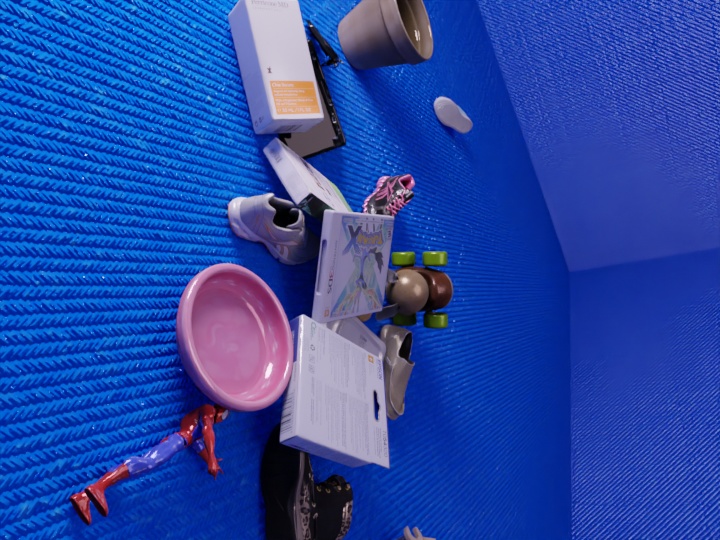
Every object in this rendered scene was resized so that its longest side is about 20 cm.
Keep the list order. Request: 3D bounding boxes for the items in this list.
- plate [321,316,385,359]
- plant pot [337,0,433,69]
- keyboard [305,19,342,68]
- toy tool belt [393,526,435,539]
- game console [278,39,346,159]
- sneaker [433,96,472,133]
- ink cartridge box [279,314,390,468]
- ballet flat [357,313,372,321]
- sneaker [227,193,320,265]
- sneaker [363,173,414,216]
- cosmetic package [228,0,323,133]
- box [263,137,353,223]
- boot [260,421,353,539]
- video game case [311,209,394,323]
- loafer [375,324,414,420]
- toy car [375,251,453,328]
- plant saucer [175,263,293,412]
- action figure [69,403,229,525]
[{"bbox_3d":[-0.021,0.175,0.933,0.200,0.032,0.201,48,51,-39],"label":"plate"},{"bbox_3d":[0.050,-0.555,1.186,0.200,0.173,0.201,25,60,-53],"label":"plant pot"},{"bbox_3d":[-0.080,-0.437,1.007,0.104,0.040,0.200,45,16,-24],"label":"keyboard"},{"bbox_3d":[0.095,0.555,0.971,0.123,0.124,0.201,-111,176,-62],"label":"toy tool belt"},{"bbox_3d":[-0.112,-0.321,0.990,0.176,0.116,0.201,-103,175,-76],"label":"game console"},{"bbox_3d":[0.294,-0.526,1.706,0.200,0.074,0.082,23,30,-49],"label":"sneaker"},{"bbox_3d":[-0.036,0.195,0.803,0.200,0.043,0.197,36,37,-37],"label":"ink cartridge box"},{"bbox_3d":[0.000,0.000,1.022,0.063,0.068,0.201,25,58,-46],"label":"ballet flat"},{"bbox_3d":[-0.114,-0.064,0.826,0.200,0.092,0.076,26,59,-54],"label":"sneaker"},{"bbox_3d":[0.072,-0.158,1.168,0.079,0.095,0.200,58,38,-34],"label":"sneaker"},{"bbox_3d":[-0.139,-0.337,0.852,0.101,0.071,0.201,-15,93,-36],"label":"cosmetic package"},{"bbox_3d":[-0.073,-0.132,0.897,0.200,0.036,0.145,29,24,-56],"label":"box"},{"bbox_3d":[-0.076,0.330,0.778,0.150,0.073,0.201,23,57,-57],"label":"boot"},{"bbox_3d":[-0.008,-0.009,0.897,0.200,0.022,0.183,-4,104,-57],"label":"video game case"},{"bbox_3d":[0.076,0.209,1.074,0.076,0.068,0.201,27,57,-53],"label":"loafer"},{"bbox_3d":[0.087,0.044,1.076,0.200,0.157,0.165,-4,93,-52],"label":"toy car"},{"bbox_3d":[-0.173,0.092,0.696,0.200,0.051,0.201,39,40,-43],"label":"plant saucer"},{"bbox_3d":[-0.209,0.227,0.589,0.099,0.065,0.200,57,33,-2],"label":"action figure"}]
